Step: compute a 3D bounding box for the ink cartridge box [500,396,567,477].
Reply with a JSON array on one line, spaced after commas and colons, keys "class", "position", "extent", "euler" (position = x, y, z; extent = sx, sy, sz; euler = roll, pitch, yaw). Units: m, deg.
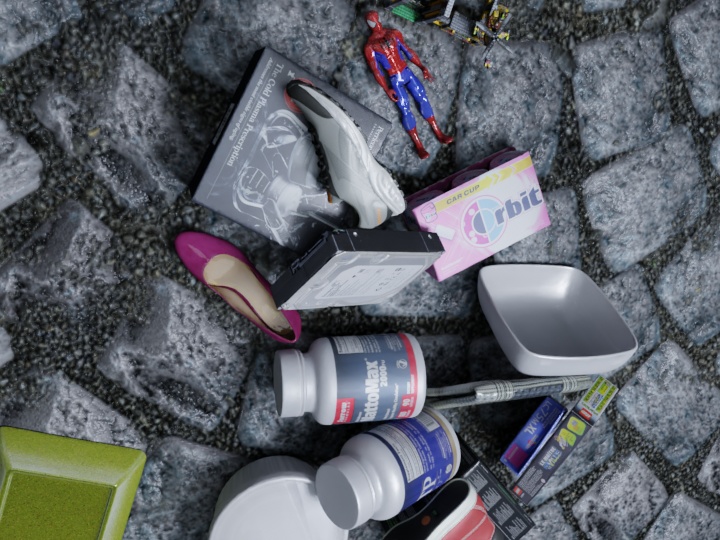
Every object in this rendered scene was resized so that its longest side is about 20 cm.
[{"class": "ink cartridge box", "position": [0.268, 0.250, 0.990], "extent": [0.042, 0.200, 0.120], "euler": [37, 92, 19]}]

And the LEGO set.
[{"class": "LEGO set", "position": [0.129, -0.366, 0.813], "extent": [0.198, 0.116, 0.155], "euler": [26, 96, -21]}]

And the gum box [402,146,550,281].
[{"class": "gum box", "position": [0.168, -0.085, 0.926], "extent": [0.198, 0.066, 0.115], "euler": [-26, 111, -8]}]

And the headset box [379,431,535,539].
[{"class": "headset box", "position": [0.144, 0.397, 1.032], "extent": [0.200, 0.093, 0.174], "euler": [-43, 112, -2]}]

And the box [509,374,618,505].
[{"class": "box", "position": [0.301, 0.255, 0.965], "extent": [0.110, 0.035, 0.202], "euler": [-30, 149, -45]}]

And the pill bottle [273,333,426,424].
[{"class": "pill bottle", "position": [-0.018, 0.153, 0.907], "extent": [0.197, 0.120, 0.121], "euler": [-2, 105, -15]}]

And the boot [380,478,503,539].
[{"class": "boot", "position": [0.115, 0.420, 0.944], "extent": [0.199, 0.072, 0.145], "euler": [-36, 112, -7]}]

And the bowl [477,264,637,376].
[{"class": "bowl", "position": [0.275, 0.079, 0.943], "extent": [0.197, 0.201, 0.075], "euler": [0, 127, -16]}]

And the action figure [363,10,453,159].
[{"class": "action figure", "position": [0.059, -0.251, 0.863], "extent": [0.065, 0.052, 0.201], "euler": [-32, 108, -2]}]

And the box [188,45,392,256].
[{"class": "box", "position": [-0.091, -0.144, 0.816], "extent": [0.181, 0.104, 0.202], "euler": [26, 96, -22]}]

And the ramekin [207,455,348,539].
[{"class": "ramekin", "position": [-0.123, 0.367, 0.946], "extent": [0.199, 0.094, 0.206], "euler": [-4, 105, -14]}]

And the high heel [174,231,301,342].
[{"class": "high heel", "position": [-0.156, 0.020, 0.843], "extent": [0.199, 0.096, 0.068], "euler": [35, 93, -21]}]

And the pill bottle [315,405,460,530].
[{"class": "pill bottle", "position": [0.038, 0.279, 0.916], "extent": [0.198, 0.119, 0.122], "euler": [-15, 111, -42]}]

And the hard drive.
[{"class": "hard drive", "position": [0.000, 0.000, 0.831], "extent": [0.198, 0.038, 0.140], "euler": [0, 149, -45]}]

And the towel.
[{"class": "towel", "position": [0.205, 0.175, 0.948], "extent": [0.190, 0.200, 0.035], "euler": [-2, 75, -19]}]

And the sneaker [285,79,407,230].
[{"class": "sneaker", "position": [-0.025, -0.129, 0.746], "extent": [0.079, 0.074, 0.201], "euler": [-36, 112, 1]}]

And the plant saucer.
[{"class": "plant saucer", "position": [-0.415, 0.329, 0.876], "extent": [0.198, 0.048, 0.202], "euler": [16, 99, -20]}]
